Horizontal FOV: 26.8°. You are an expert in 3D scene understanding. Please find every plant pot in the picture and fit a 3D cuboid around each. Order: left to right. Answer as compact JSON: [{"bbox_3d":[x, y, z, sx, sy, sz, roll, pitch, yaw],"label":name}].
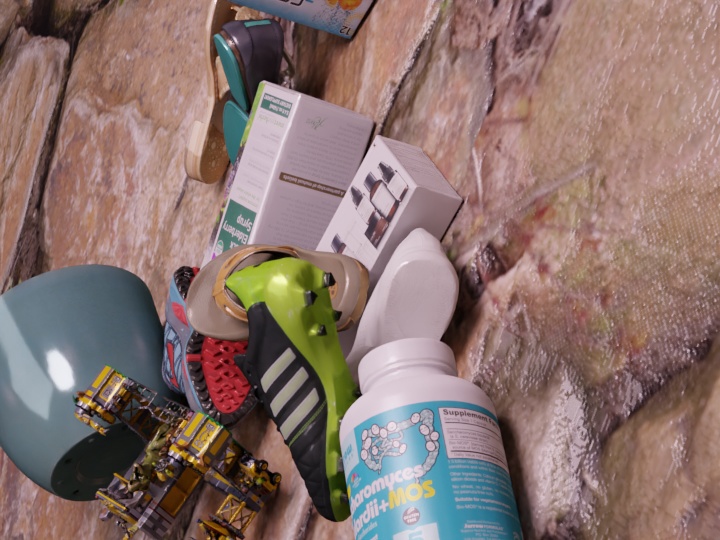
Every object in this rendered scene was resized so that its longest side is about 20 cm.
[{"bbox_3d":[-0.262,0.120,1.438,0.201,0.201,0.161,-54,51,31],"label":"plant pot"}]

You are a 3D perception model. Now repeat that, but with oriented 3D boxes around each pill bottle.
[{"bbox_3d":[0.046,0.148,1.017,0.111,0.111,0.200,-44,44,40],"label":"pill bottle"}]

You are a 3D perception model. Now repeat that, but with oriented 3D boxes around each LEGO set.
[{"bbox_3d":[-0.174,0.178,1.284,0.200,0.154,0.116,23,70,36],"label":"LEGO set"}]

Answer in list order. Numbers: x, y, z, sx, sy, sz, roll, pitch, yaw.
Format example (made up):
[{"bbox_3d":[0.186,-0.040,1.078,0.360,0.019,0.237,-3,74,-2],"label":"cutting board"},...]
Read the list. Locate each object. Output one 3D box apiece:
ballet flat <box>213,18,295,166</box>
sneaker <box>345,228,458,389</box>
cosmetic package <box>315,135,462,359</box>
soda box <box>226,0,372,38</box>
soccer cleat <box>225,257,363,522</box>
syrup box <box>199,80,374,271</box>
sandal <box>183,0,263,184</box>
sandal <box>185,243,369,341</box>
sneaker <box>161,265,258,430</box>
[{"bbox_3d":[-0.088,-0.156,1.364,0.200,0.073,0.073,90,172,-57],"label":"ballet flat"},{"bbox_3d":[0.022,0.062,1.142,0.089,0.075,0.200,-99,30,-65],"label":"sneaker"},{"bbox_3d":[0.000,0.000,1.201,0.200,0.051,0.083,-62,34,22],"label":"cosmetic package"},{"bbox_3d":[-0.083,-0.265,1.290,0.068,0.200,0.064,-55,38,31],"label":"soda box"},{"bbox_3d":[-0.044,0.086,1.084,0.081,0.068,0.200,-2,108,30],"label":"soccer cleat"},{"bbox_3d":[-0.068,-0.052,1.297,0.079,0.081,0.200,30,102,58],"label":"syrup box"},{"bbox_3d":[-0.109,-0.181,1.447,0.070,0.078,0.212,19,103,27],"label":"sandal"},{"bbox_3d":[-0.077,0.015,1.195,0.200,0.054,0.080,-2,80,46],"label":"sandal"},{"bbox_3d":[-0.137,0.087,1.375,0.200,0.079,0.096,-108,33,-52],"label":"sneaker"}]
